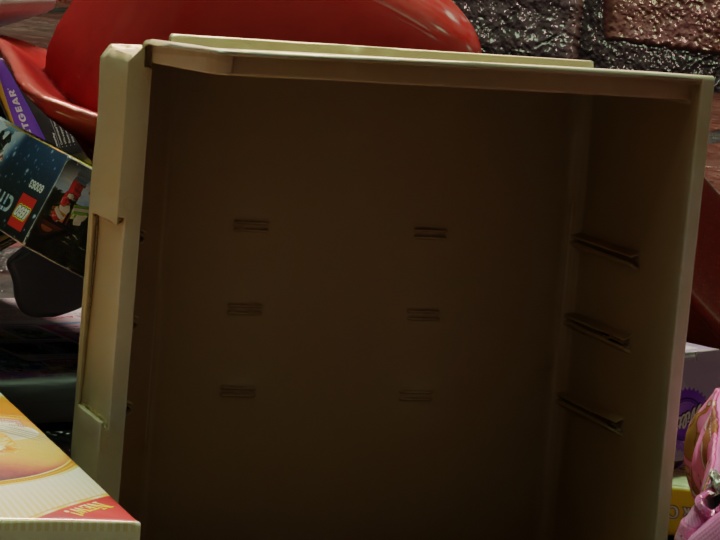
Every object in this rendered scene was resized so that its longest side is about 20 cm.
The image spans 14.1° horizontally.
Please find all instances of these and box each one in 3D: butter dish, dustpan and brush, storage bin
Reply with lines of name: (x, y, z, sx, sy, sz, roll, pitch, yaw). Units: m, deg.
butter dish: (-0.029, -0.097, 1.152, 0.200, 0.148, 0.199, 21, 7, -15)
dustpan and brush: (-0.104, -0.010, 1.371, 0.139, 0.057, 0.200, -30, 4, -11)
storage bin: (0.007, 0.021, 1.026, 0.198, 0.200, 0.094, 2, 9, -21)

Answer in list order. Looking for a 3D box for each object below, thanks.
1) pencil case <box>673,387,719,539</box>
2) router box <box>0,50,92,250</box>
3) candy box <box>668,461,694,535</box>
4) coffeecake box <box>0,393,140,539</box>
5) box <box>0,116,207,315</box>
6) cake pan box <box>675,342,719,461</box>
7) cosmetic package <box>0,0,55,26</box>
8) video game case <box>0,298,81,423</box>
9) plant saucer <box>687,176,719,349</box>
pencil case: (0.150, 0.090, 1.018, 0.083, 0.087, 0.200, 11, 12, 7)
router box: (-0.178, -0.046, 1.358, 0.200, 0.052, 0.157, -26, -6, 37)
candy box: (0.129, 0.081, 1.265, 0.102, 0.026, 0.200, 6, 9, 19)
coffeecake box: (-0.172, 0.086, 0.921, 0.153, 0.073, 0.200, 3, 10, -22)
box: (-0.109, -0.021, 1.144, 0.136, 0.038, 0.200, 29, -1, -32)
cake pan box: (0.026, 0.053, 1.211, 0.200, 0.052, 0.184, -6, 10, -29)
cosmetic package: (-0.260, -0.156, 1.185, 0.167, 0.167, 0.200, -17, -1, 25)
video game case: (-0.137, 0.041, 1.383, 0.200, 0.024, 0.182, -1, 11, -37)
plant saucer: (0.098, 0.000, 1.353, 0.199, 0.037, 0.200, -5, -40, 46)
